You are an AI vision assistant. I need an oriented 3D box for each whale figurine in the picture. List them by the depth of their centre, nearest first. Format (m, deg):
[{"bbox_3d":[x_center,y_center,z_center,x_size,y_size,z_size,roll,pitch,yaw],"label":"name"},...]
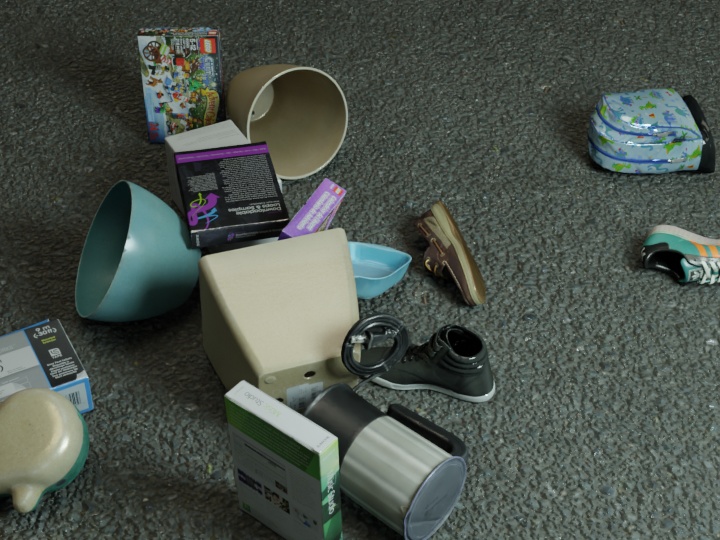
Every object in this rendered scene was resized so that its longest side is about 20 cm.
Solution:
[{"bbox_3d":[-0.425,0.234,1.471,0.199,0.104,0.160,-32,60,-2],"label":"whale figurine"}]

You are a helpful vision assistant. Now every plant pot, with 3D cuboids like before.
[{"bbox_3d":[-0.091,0.092,1.568,0.198,0.201,0.178,-13,52,-15],"label":"plant pot"},{"bbox_3d":[-0.307,-0.013,1.710,0.134,0.201,0.201,18,31,-28],"label":"plant pot"},{"bbox_3d":[-0.148,-0.273,2.040,0.186,0.189,0.200,-20,29,-23],"label":"plant pot"}]

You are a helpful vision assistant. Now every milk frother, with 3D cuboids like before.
[{"bbox_3d":[0.041,0.183,1.435,0.187,0.201,0.180,29,46,30],"label":"milk frother"}]

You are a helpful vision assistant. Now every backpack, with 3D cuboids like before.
[{"bbox_3d":[0.479,-0.232,2.014,0.198,0.154,0.164,-12,45,5],"label":"backpack"}]

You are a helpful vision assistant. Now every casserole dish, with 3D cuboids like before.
[{"bbox_3d":[0.000,0.000,1.745,0.120,0.039,0.200,13,17,16],"label":"casserole dish"}]

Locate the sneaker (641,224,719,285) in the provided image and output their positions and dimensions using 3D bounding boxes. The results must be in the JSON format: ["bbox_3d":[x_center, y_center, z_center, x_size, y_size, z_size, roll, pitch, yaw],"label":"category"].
[{"bbox_3d":[0.515,-0.006,1.780,0.198,0.072,0.080,13,45,24],"label":"sneaker"}]

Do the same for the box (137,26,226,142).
[{"bbox_3d":[-0.303,-0.316,2.050,0.135,0.201,0.038,-1,35,0],"label":"box"}]

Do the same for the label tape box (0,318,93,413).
[{"bbox_3d":[-0.460,0.128,1.610,0.142,0.067,0.200,-19,44,-22],"label":"label tape box"}]

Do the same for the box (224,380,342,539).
[{"bbox_3d":[-0.086,0.234,1.371,0.144,0.201,0.036,27,49,29],"label":"box"}]

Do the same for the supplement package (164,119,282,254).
[{"bbox_3d":[-0.214,-0.127,1.880,0.119,0.122,0.200,-18,42,-22],"label":"supplement package"}]

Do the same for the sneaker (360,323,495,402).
[{"bbox_3d":[0.085,0.110,1.606,0.198,0.100,0.071,10,42,14],"label":"sneaker"}]

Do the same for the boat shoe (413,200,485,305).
[{"bbox_3d":[0.129,-0.016,1.799,0.072,0.072,0.201,-30,51,10],"label":"boat shoe"}]

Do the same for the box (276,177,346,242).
[{"bbox_3d":[-0.095,-0.020,1.688,0.039,0.201,0.137,32,45,3],"label":"box"}]

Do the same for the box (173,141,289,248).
[{"bbox_3d":[-0.189,-0.113,1.740,0.142,0.036,0.201,-8,40,-11],"label":"box"}]
